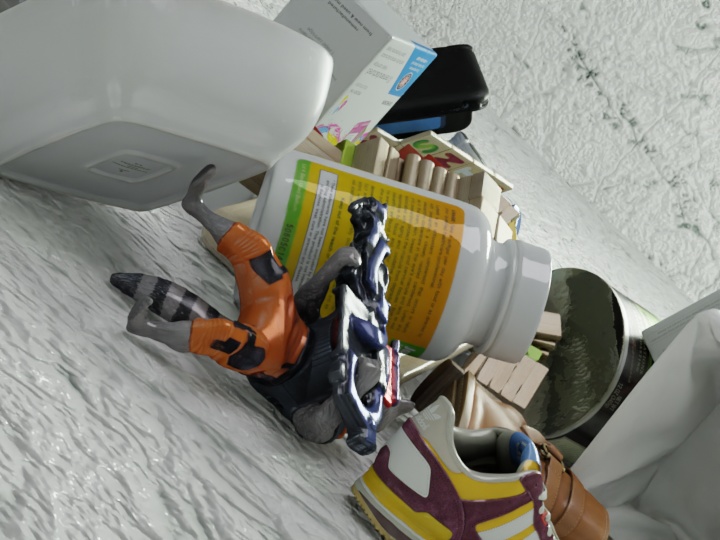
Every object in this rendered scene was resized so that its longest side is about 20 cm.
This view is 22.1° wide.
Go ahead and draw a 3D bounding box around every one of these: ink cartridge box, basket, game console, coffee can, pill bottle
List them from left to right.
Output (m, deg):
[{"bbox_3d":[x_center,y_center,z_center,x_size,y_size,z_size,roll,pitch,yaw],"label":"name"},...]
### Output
[{"bbox_3d":[-0.049,-0.127,1.434,0.085,0.200,0.144,46,12,11],"label":"ink cartridge box"},{"bbox_3d":[0.013,-0.133,1.684,0.176,0.199,0.117,-102,-176,-60],"label":"game console"},{"bbox_3d":[0.023,-0.003,1.248,0.199,0.112,0.111,17,15,-7],"label":"pill bottle"},{"bbox_3d":[0.215,0.102,1.545,0.200,0.147,0.146,29,15,-42],"label":"coffee can"},{"bbox_3d":[0.256,0.146,1.339,0.136,0.200,0.123,44,17,25],"label":"basket"}]

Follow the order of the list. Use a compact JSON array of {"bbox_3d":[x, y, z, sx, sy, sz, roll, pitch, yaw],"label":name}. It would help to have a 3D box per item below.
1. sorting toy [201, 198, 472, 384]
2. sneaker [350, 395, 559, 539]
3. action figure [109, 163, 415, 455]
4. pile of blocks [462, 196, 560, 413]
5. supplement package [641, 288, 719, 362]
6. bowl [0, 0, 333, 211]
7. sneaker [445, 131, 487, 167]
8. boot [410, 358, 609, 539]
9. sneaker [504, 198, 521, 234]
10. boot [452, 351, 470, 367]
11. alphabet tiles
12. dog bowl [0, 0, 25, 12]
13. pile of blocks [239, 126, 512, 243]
[{"bbox_3d":[0.000,0.000,1.364,0.185,0.037,0.200,42,29,13],"label":"sorting toy"},{"bbox_3d":[0.091,0.148,1.093,0.200,0.090,0.075,32,13,-35],"label":"sneaker"},{"bbox_3d":[-0.044,0.026,1.109,0.193,0.104,0.201,41,35,-22],"label":"action figure"},{"bbox_3d":[0.113,0.039,1.487,0.082,0.062,0.201,12,54,-10],"label":"pile of blocks"},{"bbox_3d":[0.325,0.114,1.439,0.114,0.109,0.201,5,59,-55],"label":"supplement package"},{"bbox_3d":[-0.136,-0.095,1.106,0.199,0.199,0.075,14,68,-46],"label":"bowl"},{"bbox_3d":[0.073,-0.058,1.831,0.078,0.090,0.200,53,-16,29],"label":"sneaker"},{"bbox_3d":[0.102,0.138,1.228,0.155,0.074,0.200,44,13,-4],"label":"boot"},{"bbox_3d":[0.069,-0.018,1.664,0.198,0.081,0.116,12,54,-28],"label":"sneaker"},{"bbox_3d":[0.037,-0.013,1.532,0.200,0.096,0.074,40,11,0],"label":"boot"},{"bbox_3d":[0.036,-0.078,1.690,0.200,0.166,0.006,28,54,-46],"label":"alphabet tiles"},{"bbox_3d":[-0.212,-0.196,1.525,0.200,0.059,0.200,38,11,-9],"label":"dog bowl"},{"bbox_3d":[0.015,-0.060,1.323,0.199,0.082,0.062,20,55,-11],"label":"pile of blocks"}]
